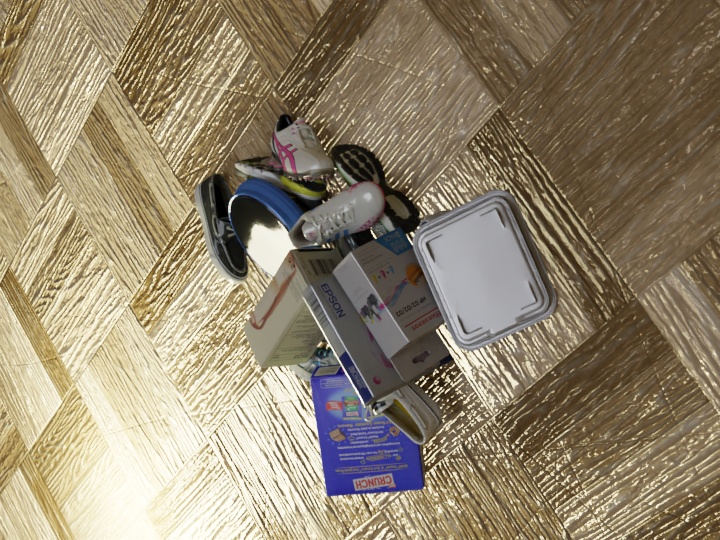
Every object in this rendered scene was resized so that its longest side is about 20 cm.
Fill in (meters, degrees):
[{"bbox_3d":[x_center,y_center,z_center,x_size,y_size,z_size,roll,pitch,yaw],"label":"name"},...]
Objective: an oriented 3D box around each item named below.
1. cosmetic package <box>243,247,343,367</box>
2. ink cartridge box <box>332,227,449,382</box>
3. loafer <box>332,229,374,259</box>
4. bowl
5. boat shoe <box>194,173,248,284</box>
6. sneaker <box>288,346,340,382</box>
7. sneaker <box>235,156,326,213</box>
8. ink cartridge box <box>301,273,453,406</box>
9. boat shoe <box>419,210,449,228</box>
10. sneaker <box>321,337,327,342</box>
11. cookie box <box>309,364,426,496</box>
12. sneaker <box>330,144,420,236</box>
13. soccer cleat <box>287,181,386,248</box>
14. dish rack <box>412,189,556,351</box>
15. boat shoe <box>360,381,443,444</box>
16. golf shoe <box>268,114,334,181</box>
[{"bbox_3d":[-0.101,0.061,1.789,0.201,0.102,0.088,-55,52,36],"label":"cosmetic package"},{"bbox_3d":[0.062,0.050,1.646,0.202,0.114,0.068,57,141,8],"label":"ink cartridge box"},{"bbox_3d":[0.000,0.000,1.787,0.062,0.071,0.204,-27,74,42],"label":"loafer"},{"bbox_3d":[-0.149,-0.062,1.872,0.199,0.039,0.203,34,147,25],"label":"bowl"},{"bbox_3d":[-0.245,-0.076,1.991,0.063,0.070,0.203,-27,81,44],"label":"boat shoe"},{"bbox_3d":[-0.047,0.158,1.881,0.198,0.077,0.088,32,116,22],"label":"sneaker"},{"bbox_3d":[-0.145,-0.135,1.877,0.198,0.074,0.086,25,119,36],"label":"sneaker"},{"bbox_3d":[0.035,0.081,1.683,0.198,0.198,0.043,58,142,12],"label":"ink cartridge box"},{"bbox_3d":[0.142,0.009,1.657,0.073,0.065,0.203,-34,79,42],"label":"boat shoe"},{"bbox_3d":[-0.041,0.068,1.842,0.198,0.069,0.092,-4,102,45],"label":"sneaker"},{"bbox_3d":[0.014,0.257,1.794,0.168,0.075,0.204,-6,99,10],"label":"cookie box"},{"bbox_3d":[0.008,-0.114,1.748,0.201,0.076,0.089,54,140,20],"label":"sneaker"},{"bbox_3d":[-0.038,-0.077,1.701,0.199,0.086,0.071,-25,95,51],"label":"soccer cleat"},{"bbox_3d":[0.176,0.001,1.590,0.169,0.043,0.203,-25,86,14],"label":"dish rack"},{"bbox_3d":[0.033,0.195,1.689,0.202,0.086,0.075,44,138,-4],"label":"boat shoe"},{"bbox_3d":[-0.100,-0.199,1.785,0.199,0.071,0.094,33,124,57],"label":"golf shoe"}]
